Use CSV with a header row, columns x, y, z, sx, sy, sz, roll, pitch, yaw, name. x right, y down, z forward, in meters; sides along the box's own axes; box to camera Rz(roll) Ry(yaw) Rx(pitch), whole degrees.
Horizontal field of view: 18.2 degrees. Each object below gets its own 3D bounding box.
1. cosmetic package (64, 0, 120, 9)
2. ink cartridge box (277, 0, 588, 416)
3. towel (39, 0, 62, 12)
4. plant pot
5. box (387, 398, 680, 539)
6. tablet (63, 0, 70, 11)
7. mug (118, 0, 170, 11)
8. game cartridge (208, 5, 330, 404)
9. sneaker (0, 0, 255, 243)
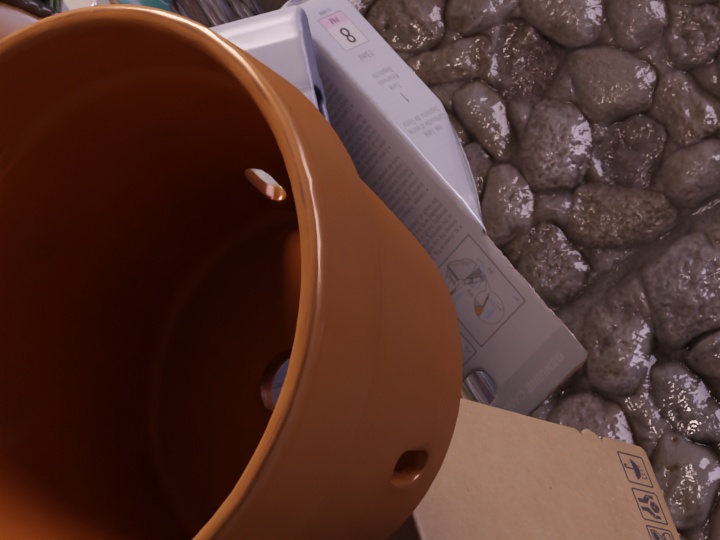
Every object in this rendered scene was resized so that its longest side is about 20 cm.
x,y,z,sx,sy,sz,roll,pitch,yaw,name
-0.137,-0.069,1.225,0.200,0.105,0.071,53,6,-41,cosmetic package
0.000,0.000,1.002,0.200,0.163,0.057,46,39,6,ink cartridge box
-0.151,-0.079,0.932,0.153,0.023,0.201,-119,-145,-58,towel
-0.059,0.027,0.751,0.140,0.200,0.201,22,32,-54,plant pot
0.081,0.138,0.851,0.163,0.021,0.201,17,42,-39,box
-0.133,-0.039,1.053,0.130,0.014,0.200,57,-26,14,tablet
-0.179,-0.159,1.302,0.152,0.114,0.185,54,6,-23,mug
-0.067,0.000,0.920,0.042,0.132,0.201,65,12,-75,game cartridge
-0.120,-0.052,0.812,0.200,0.089,0.074,26,1,-36,sneaker
